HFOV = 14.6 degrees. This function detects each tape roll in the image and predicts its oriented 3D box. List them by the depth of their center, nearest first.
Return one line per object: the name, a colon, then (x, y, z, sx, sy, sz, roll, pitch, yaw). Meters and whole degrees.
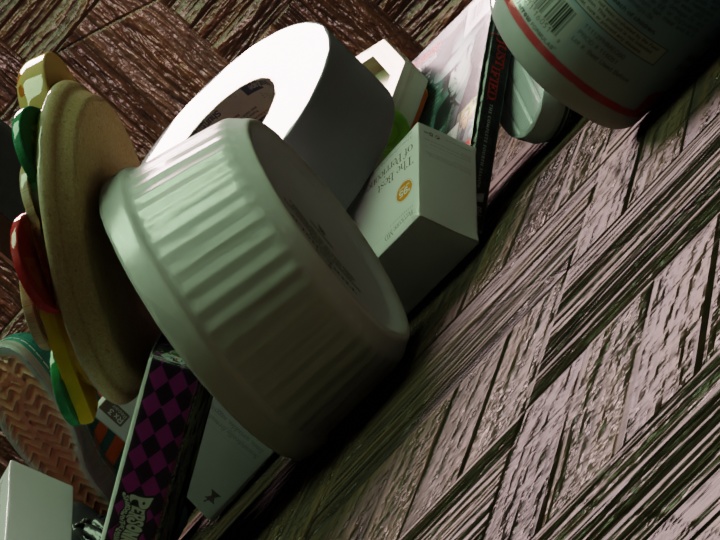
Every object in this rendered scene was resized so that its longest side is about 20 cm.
tape roll: (-0.071, -0.067, 1.834, 0.200, 0.066, 0.201, -39, 25, 22)

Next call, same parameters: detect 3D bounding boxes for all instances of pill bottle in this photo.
pill bottle: (0.169, -0.178, 1.480, 0.200, 0.109, 0.109, -46, 5, 25)

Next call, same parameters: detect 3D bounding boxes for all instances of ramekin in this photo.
ramekin: (-0.054, 0.002, 1.620, 0.094, 0.203, 0.202, -36, 6, 10)

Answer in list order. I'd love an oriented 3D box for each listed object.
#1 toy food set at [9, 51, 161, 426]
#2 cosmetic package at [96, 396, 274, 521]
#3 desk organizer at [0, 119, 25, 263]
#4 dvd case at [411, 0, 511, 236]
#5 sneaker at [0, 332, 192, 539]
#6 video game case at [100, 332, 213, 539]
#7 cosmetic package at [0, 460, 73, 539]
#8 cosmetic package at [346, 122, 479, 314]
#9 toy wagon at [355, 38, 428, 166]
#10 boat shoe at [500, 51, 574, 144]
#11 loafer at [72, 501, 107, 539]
toy food set: (-0.163, -0.017, 1.647, 0.048, 0.201, 0.198, -10, 30, 10)
cosmetic package: (-0.098, 0.076, 1.902, 0.081, 0.113, 0.200, -47, 6, 17)
desk organizer: (-0.222, -0.017, 1.924, 0.077, 0.200, 0.072, -49, 2, 41)
dvd case: (0.053, -0.082, 1.859, 0.146, 0.022, 0.201, -43, 32, 53)
sneaker: (-0.180, 0.109, 1.899, 0.071, 0.201, 0.080, -5, 37, 39)
video game case: (-0.122, 0.127, 1.665, 0.181, 0.036, 0.201, -71, -4, -78)
cosmetic package: (-0.231, 0.232, 1.721, 0.151, 0.051, 0.200, -57, 18, 20)
cosmetic package: (0.000, 0.000, 1.790, 0.200, 0.050, 0.083, -46, 33, 39)
toy wagon: (-0.033, -0.068, 1.920, 0.200, 0.039, 0.155, -51, 22, 7)
boat shoe: (0.129, -0.149, 1.866, 0.072, 0.071, 0.201, -56, 22, 33)
loafer: (-0.203, 0.179, 1.861, 0.072, 0.063, 0.199, -9, 6, -37)
